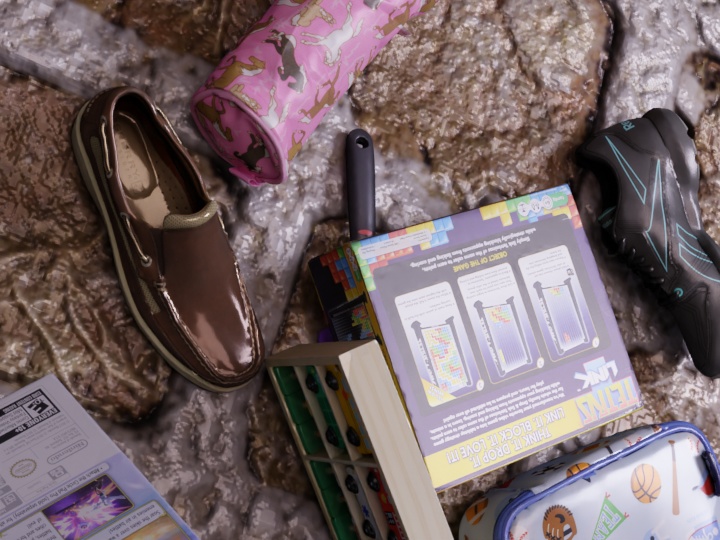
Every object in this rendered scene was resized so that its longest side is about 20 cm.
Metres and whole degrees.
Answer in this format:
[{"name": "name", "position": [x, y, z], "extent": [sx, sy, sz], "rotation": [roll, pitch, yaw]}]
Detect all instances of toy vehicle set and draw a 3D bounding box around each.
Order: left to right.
[{"name": "toy vehicle set", "position": [0.009, 0.139, 0.965], "extent": [0.026, 0.124, 0.201], "rotation": [-23, 95, -23]}]

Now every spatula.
[{"name": "spatula", "position": [0.000, 0.000, 1.063], "extent": [0.056, 0.021, 0.201], "rotation": [7, 75, -20]}]

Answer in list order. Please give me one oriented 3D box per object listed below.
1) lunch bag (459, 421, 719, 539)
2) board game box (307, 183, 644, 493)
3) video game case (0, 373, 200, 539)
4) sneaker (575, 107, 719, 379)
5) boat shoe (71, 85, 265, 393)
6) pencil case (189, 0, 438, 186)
[{"name": "lunch bag", "position": [0.172, 0.197, 1.063], "extent": [0.199, 0.076, 0.161], "rotation": [-19, 89, -27]}, {"name": "board game box", "position": [0.080, 0.044, 1.057], "extent": [0.199, 0.057, 0.166], "rotation": [-15, 86, -37]}, {"name": "video game case", "position": [-0.199, 0.166, 0.858], "extent": [0.200, 0.046, 0.181], "rotation": [-28, 54, -30]}, {"name": "sneaker", "position": [0.214, -0.014, 1.151], "extent": [0.079, 0.075, 0.201], "rotation": [-14, 78, -14]}, {"name": "boat shoe", "position": [-0.115, -0.019, 0.981], "extent": [0.075, 0.075, 0.203], "rotation": [-30, 92, -28]}, {"name": "pencil case", "position": [-0.027, -0.147, 1.049], "extent": [0.087, 0.083, 0.200], "rotation": [49, 62, -17]}]
